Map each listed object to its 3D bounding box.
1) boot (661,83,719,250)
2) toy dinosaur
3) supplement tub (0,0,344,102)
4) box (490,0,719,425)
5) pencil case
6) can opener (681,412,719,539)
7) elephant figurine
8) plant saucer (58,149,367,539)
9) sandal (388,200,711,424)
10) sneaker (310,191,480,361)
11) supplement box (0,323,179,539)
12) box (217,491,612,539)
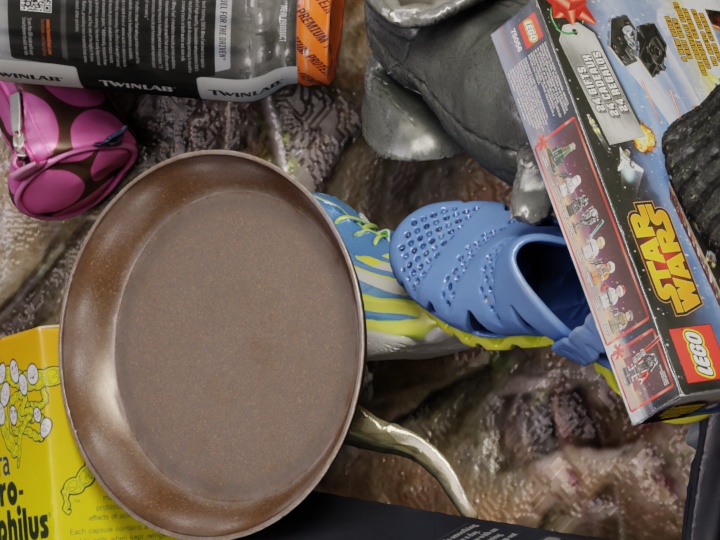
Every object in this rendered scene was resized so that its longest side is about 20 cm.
[{"bbox_3d":[0.190,-0.109,1.157,0.158,0.079,0.212,-54,43,48],"label":"boot"},{"bbox_3d":[-0.024,0.066,1.373,0.200,0.047,0.088,19,133,20],"label":"toy dinosaur"},{"bbox_3d":[-0.110,-0.157,1.425,0.199,0.123,0.123,6,90,4],"label":"supplement tub"},{"bbox_3d":[0.152,-0.032,1.216,0.040,0.137,0.200,-37,65,47],"label":"box"},{"bbox_3d":[-0.202,-0.132,1.526,0.091,0.094,0.200,-41,67,32],"label":"pencil case"},{"bbox_3d":[0.186,0.115,1.300,0.063,0.079,0.201,19,108,30],"label":"can opener"},{"bbox_3d":[0.052,-0.118,1.348,0.200,0.155,0.142,20,99,25],"label":"elephant figurine"},{"bbox_3d":[-0.072,0.039,1.345,0.200,0.032,0.201,-3,84,36],"label":"plant saucer"},{"bbox_3d":[0.093,0.004,1.277,0.200,0.087,0.080,18,74,37],"label":"sandal"},{"bbox_3d":[0.000,0.000,1.408,0.200,0.076,0.105,-14,80,31],"label":"sneaker"},{"bbox_3d":[-0.147,0.134,1.451,0.109,0.109,0.201,-15,78,56],"label":"supplement box"},{"bbox_3d":[0.029,0.233,1.330,0.200,0.117,0.197,6,105,32],"label":"box"}]
